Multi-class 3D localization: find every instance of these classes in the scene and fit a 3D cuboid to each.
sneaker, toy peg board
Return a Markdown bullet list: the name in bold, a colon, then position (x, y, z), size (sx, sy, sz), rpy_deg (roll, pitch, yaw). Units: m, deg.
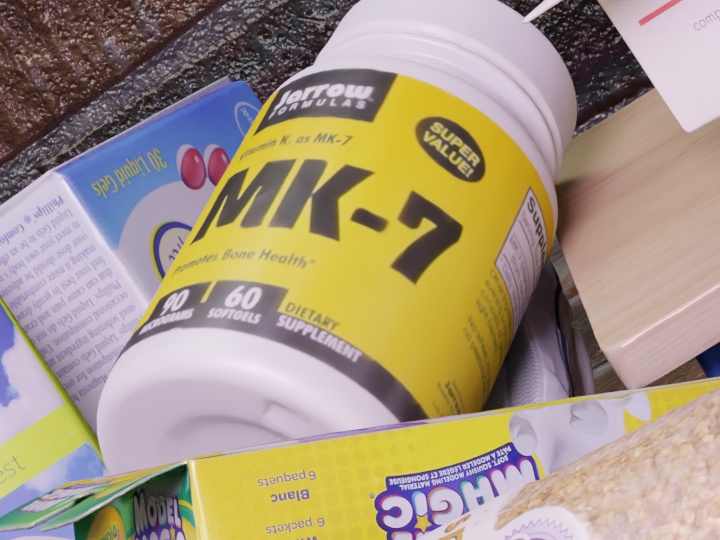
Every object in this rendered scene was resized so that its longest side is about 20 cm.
- **sneaker**: position (0.057, 0.058, 0.905), size (0.073, 0.071, 0.200), rpy_deg (-26, 26, 24)
- **toy peg board**: position (0.179, -0.022, 0.875), size (0.200, 0.098, 0.199), rpy_deg (-32, 18, 8)

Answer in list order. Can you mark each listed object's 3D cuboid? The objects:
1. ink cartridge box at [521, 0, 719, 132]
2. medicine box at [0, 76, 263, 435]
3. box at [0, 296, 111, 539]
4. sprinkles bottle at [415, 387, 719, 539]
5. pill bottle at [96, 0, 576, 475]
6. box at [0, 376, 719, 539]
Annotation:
- **ink cartridge box**: position (0.153, -0.114, 0.813), size (0.117, 0.067, 0.200), rpy_deg (-31, 5, 47)
- **medicine box**: position (-0.061, 0.046, 1.000), size (0.103, 0.200, 0.182), rpy_deg (-34, 2, 25)
- **box**: position (-0.131, 0.101, 0.840), size (0.122, 0.200, 0.048), rpy_deg (-34, 3, -11)
- **sprinkles bottle**: position (0.055, 0.075, 0.564), size (0.200, 0.068, 0.068), rpy_deg (-32, 3, 30)
- **pill bottle**: position (0.000, 0.000, 0.857), size (0.114, 0.114, 0.200), rpy_deg (-30, 25, 44)
- **box**: position (0.006, 0.065, 0.694), size (0.200, 0.048, 0.117), rpy_deg (-5, -6, -22)
